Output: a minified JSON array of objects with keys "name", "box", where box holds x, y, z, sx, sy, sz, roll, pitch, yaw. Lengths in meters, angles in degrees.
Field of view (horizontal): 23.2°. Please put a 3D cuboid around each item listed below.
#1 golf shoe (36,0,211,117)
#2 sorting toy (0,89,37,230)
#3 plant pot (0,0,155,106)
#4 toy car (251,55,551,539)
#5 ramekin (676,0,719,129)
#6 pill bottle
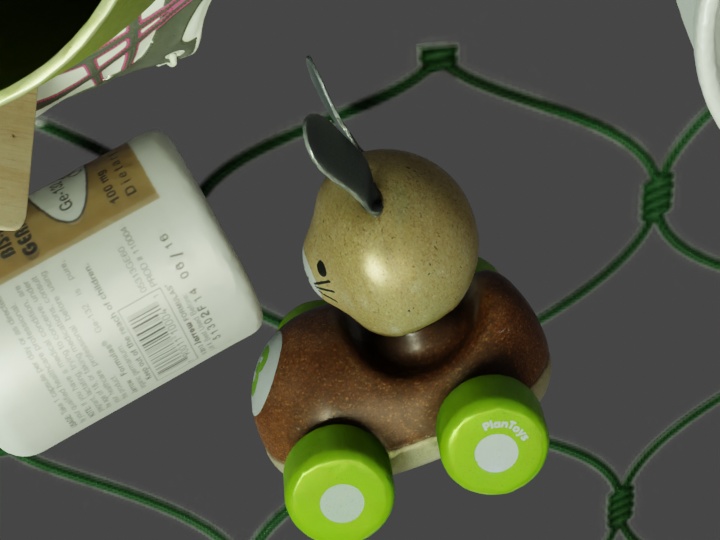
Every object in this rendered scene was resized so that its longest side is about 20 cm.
[{"name":"golf shoe","box":[-0.123,-0.112,0.828,0.200,0.078,0.088,-40,132,22]},{"name":"sorting toy","box":[-0.222,-0.127,0.714,0.069,0.201,0.199,1,174,33]},{"name":"plant pot","box":[-0.125,-0.160,0.661,0.185,0.200,0.189,3,101,15]},{"name":"toy car","box":[0.000,0.000,0.880,0.156,0.165,0.201,-18,116,4]},{"name":"ramekin","box":[0.245,-0.146,0.844,0.198,0.098,0.202,-5,125,-6]},{"name":"pill bottle","box":[-0.158,0.025,0.866,0.199,0.114,0.115,-29,126,-6]}]
